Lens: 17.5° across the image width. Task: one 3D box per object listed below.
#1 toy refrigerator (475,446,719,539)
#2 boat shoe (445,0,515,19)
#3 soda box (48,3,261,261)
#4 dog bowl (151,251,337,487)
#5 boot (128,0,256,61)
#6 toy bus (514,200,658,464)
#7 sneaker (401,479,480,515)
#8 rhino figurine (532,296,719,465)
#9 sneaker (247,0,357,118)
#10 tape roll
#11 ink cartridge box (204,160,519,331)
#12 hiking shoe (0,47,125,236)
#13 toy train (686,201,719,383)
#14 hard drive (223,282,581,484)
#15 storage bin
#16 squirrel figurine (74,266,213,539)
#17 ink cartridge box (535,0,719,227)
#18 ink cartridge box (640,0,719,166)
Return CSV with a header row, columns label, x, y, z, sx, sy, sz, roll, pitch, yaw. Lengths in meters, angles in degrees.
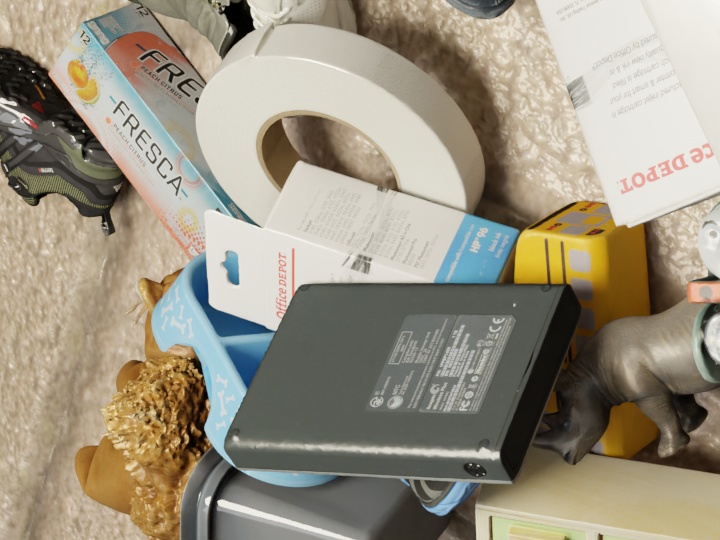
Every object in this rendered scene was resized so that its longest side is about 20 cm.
label,x,y,z,sx,sy,sz,roll,pitch,yaw
toy refrigerator,0.178,0.173,1.501,0.200,0.070,0.076,9,132,15
boat shoe,0.034,-0.247,1.485,0.200,0.071,0.091,61,177,29
soda box,-0.139,-0.098,1.719,0.200,0.064,0.068,52,135,9
dog bowl,-0.069,0.062,1.631,0.200,0.111,0.050,59,139,36
boot,-0.116,-0.252,1.615,0.131,0.068,0.200,30,136,36
toy bus,0.148,0.058,1.534,0.078,0.065,0.200,9,116,36
sneaker,0.040,0.104,1.516,0.083,0.071,0.200,50,171,-14
rhino figurine,0.187,0.066,1.455,0.200,0.060,0.087,-23,100,17
sneaker,-0.052,-0.186,1.569,0.078,0.099,0.200,30,128,29
tape roll,-0.015,-0.080,1.575,0.203,0.037,0.203,18,143,14
ink cartridge box,0.000,0.000,1.571,0.200,0.068,0.116,18,144,12
hiking shoe,-0.266,-0.101,1.823,0.200,0.076,0.101,32,125,26
toy train,0.249,0.000,1.327,0.085,0.200,0.114,-2,96,37
hard drive,0.025,0.066,1.459,0.200,0.140,0.033,0,139,31
storage bin,-0.023,0.176,1.661,0.134,0.200,0.146,16,121,22
squirrel figurine,-0.127,0.097,1.728,0.141,0.200,0.187,10,105,-9
ink cartridge box,0.190,-0.142,1.361,0.146,0.084,0.200,-23,84,46
ink cartridge box,0.249,-0.141,1.246,0.083,0.200,0.147,-24,93,46
